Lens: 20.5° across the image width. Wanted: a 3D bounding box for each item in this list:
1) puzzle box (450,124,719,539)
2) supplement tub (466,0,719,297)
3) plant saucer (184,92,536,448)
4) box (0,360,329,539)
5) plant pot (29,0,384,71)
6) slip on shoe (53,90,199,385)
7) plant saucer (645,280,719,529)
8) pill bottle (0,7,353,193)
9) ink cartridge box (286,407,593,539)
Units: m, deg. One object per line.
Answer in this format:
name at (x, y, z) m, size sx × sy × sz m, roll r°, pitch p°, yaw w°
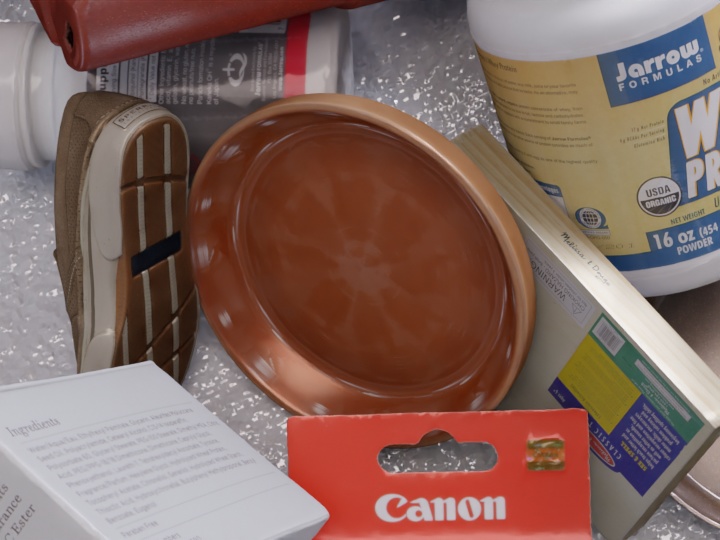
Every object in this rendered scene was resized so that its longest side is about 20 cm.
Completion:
puzzle box at (0.098, 0.036, 1.035) m, size 0.025 × 0.133 × 0.200 m, roll -30°, pitch 71°, yaw -33°
supplement tub at (0.138, -0.103, 1.021) m, size 0.144 × 0.200 × 0.145 m, roll -16°, pitch 28°, yaw 9°
plant saucer at (0.000, 0.000, 1.040) m, size 0.200 × 0.201 × 0.032 m, roll 31°, pitch 38°, yaw 13°
box at (-0.149, 0.163, 0.946) m, size 0.131 × 0.200 × 0.199 m, roll 40°, pitch 106°, yaw 15°
plant pot at (-0.079, -0.201, 1.001) m, size 0.195 × 0.201 × 0.201 m, roll -21°, pitch 71°, yaw -15°
slip on shoe at (-0.132, 0.000, 1.057) m, size 0.060 × 0.200 × 0.076 m, roll 23°, pitch 36°, yaw 32°
plant saucer at (0.233, 0.052, 1.069) m, size 0.200 × 0.032 × 0.201 m, roll -1°, pitch 73°, yaw 5°
pill bottle at (-0.106, -0.096, 1.103) m, size 0.199 × 0.111 × 0.111 m, roll 1°, pitch 72°, yaw 5°
ink cartridge box at (0.040, 0.175, 1.006) m, size 0.162 × 0.057 × 0.201 m, roll -2°, pitch 97°, yaw 5°
